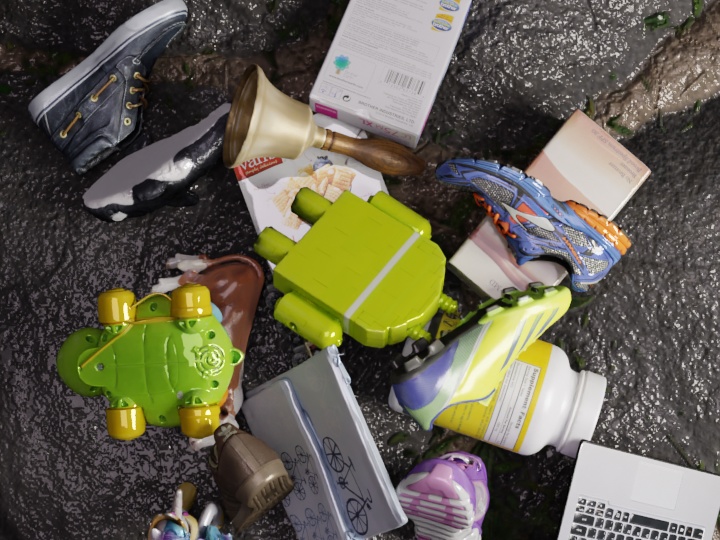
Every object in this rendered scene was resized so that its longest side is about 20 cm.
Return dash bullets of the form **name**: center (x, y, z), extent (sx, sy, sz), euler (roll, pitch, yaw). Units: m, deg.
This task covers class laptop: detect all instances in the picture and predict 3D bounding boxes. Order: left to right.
- **laptop**: center (0.287, 0.285, 1.441), extent (0.186, 0.116, 0.202), euler (16, 87, -27)

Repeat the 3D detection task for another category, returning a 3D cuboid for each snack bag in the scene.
- **snack bag**: center (-0.038, 0.185, 1.479), extent (0.021, 0.200, 0.190), euler (-19, 83, -34)

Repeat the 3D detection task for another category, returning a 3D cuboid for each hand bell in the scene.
- **hand bell**: center (-0.027, -0.127, 1.509), extent (0.198, 0.104, 0.105), euler (15, 86, -18)

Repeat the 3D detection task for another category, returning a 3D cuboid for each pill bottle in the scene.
- **pill bottle**: center (0.136, 0.114, 1.502), extent (0.198, 0.112, 0.113), euler (19, 87, 4)

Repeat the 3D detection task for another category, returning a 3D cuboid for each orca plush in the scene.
- **orca plush**: center (-0.188, -0.104, 1.576), extent (0.200, 0.071, 0.105), euler (-43, 40, -11)

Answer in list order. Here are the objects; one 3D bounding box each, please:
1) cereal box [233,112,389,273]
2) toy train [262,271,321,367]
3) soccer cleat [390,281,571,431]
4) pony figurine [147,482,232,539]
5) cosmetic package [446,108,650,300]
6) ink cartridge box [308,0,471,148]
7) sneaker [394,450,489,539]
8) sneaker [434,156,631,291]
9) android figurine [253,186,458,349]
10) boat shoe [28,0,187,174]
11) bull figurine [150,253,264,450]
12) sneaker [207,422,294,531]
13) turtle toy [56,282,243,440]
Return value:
- **cereal box**: center (-0.038, -0.056, 1.561), extent (0.143, 0.040, 0.202), euler (-22, 85, 0)
- **toy train**: center (-0.046, 0.089, 1.525), extent (0.045, 0.034, 0.201), euler (-24, 105, -3)
- **soccer cleat**: center (0.119, 0.079, 1.432), extent (0.199, 0.065, 0.084), euler (-29, 102, -18)
- **pony figurine**: center (-0.193, 0.298, 1.461), extent (0.165, 0.200, 0.195), euler (20, 87, 4)
- **cosmetic package**: center (0.186, -0.050, 1.525), extent (0.103, 0.087, 0.200), euler (39, 89, 4)
- **ink cartridge box**: center (0.037, -0.235, 1.556), extent (0.118, 0.042, 0.201), euler (20, 73, 4)
- **sneaker**: center (0.087, 0.210, 1.468), extent (0.080, 0.200, 0.089), euler (18, 69, 16)
- **sneaker**: center (0.156, -0.047, 1.447), extent (0.199, 0.075, 0.079), euler (29, 90, 7)
- **android figurine**: center (0.000, 0.000, 1.478), extent (0.199, 0.041, 0.182), euler (31, 60, 16)
- **boat shoe**: center (-0.241, -0.189, 1.571), extent (0.200, 0.071, 0.091), euler (-38, 86, 7)
- **bull figurine**: center (-0.162, 0.078, 1.544), extent (0.120, 0.065, 0.202), euler (15, 87, 6)
- **sneaker**: center (-0.110, 0.194, 1.472), extent (0.070, 0.200, 0.076), euler (-34, 78, -18)
- **turtle toy**: center (-0.205, 0.086, 1.470), extent (0.198, 0.101, 0.147), euler (-3, 92, 14)
